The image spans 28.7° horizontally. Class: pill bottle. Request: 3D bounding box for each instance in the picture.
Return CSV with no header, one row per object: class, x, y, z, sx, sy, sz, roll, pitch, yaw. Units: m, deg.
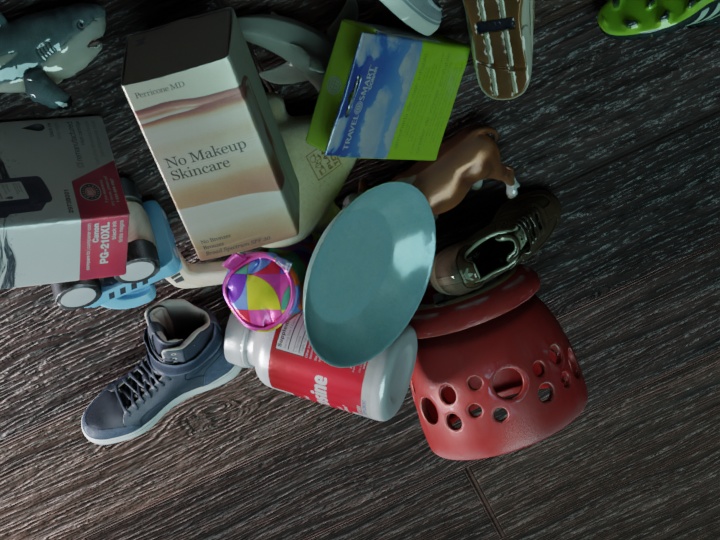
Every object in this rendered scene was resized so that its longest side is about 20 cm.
pill bottle,-0.046,0.089,1.567,0.199,0.113,0.113,15,143,17

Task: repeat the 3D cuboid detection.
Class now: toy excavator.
toy excavator,-0.215,-0.011,1.466,0.194,0.100,0.200,-22,154,3

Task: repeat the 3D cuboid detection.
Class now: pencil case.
pencil case,-0.073,0.003,1.477,0.088,0.089,0.200,-39,176,19

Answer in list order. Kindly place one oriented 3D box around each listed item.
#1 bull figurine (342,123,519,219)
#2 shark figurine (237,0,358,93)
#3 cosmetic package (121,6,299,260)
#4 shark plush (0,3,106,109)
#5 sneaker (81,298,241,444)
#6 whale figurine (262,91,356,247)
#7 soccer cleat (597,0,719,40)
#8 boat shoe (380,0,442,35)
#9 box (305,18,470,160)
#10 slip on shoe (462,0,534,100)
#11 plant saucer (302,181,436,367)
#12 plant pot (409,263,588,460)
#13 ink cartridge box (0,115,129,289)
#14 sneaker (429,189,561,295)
bull figurine,0.076,-0.083,1.533,0.200,0.065,0.121,-31,145,15
shark figurine,-0.074,-0.199,1.303,0.214,0.090,0.129,13,116,-21
cosmetic package,-0.129,-0.118,1.253,0.103,0.087,0.200,-15,129,9
shark plush,-0.326,-0.205,1.230,0.199,0.091,0.084,9,115,-6
sneaker,-0.241,0.110,1.577,0.202,0.077,0.146,-31,153,-6
whale figurine,-0.066,-0.110,1.419,0.200,0.104,0.159,-37,112,-17
soccer cleat,0.339,-0.273,1.446,0.199,0.068,0.081,-21,154,-3
boat shoe,0.031,-0.286,1.274,0.071,0.070,0.201,-40,141,12
box,0.024,-0.168,1.331,0.200,0.048,0.122,-5,117,-57
slip on shoe,0.137,-0.266,1.361,0.076,0.061,0.201,-3,124,12
plant saucer,0.000,0.000,1.439,0.201,0.039,0.202,-28,129,-40
plant pot,0.147,0.098,1.646,0.200,0.200,0.183,-20,100,-3
ink cartridge box,-0.326,-0.062,1.298,0.199,0.145,0.085,-6,137,-19
sneaker,0.169,-0.029,1.570,0.200,0.075,0.071,-35,105,-29
